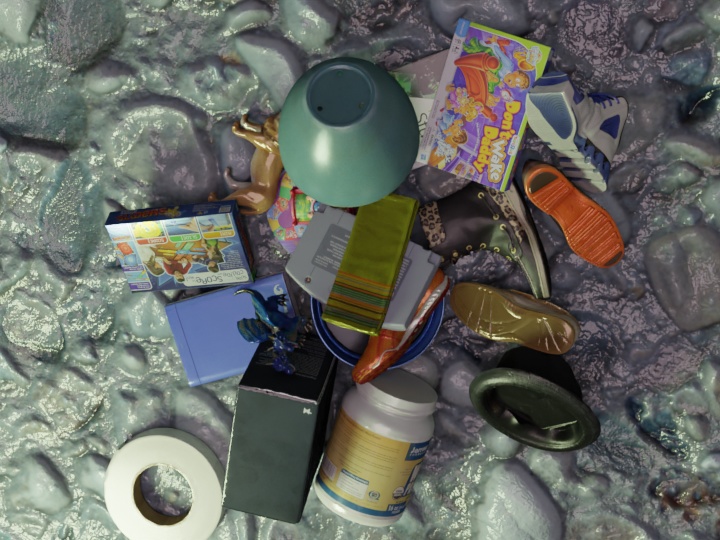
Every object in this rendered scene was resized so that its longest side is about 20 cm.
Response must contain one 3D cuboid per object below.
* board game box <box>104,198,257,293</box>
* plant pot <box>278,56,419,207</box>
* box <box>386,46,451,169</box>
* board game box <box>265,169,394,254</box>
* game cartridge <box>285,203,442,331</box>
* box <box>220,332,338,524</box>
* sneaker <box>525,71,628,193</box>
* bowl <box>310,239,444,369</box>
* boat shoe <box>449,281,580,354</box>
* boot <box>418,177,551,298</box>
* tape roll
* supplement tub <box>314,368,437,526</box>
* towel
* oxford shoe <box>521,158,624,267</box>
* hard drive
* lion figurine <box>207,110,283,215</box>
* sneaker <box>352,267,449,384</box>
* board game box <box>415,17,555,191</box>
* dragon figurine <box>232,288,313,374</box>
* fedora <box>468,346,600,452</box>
[{"bbox_3d":[-0.265,-0.033,1.692,0.197,0.035,0.137,-4,129,10],"label":"board game box"},{"bbox_3d":[-0.020,-0.204,1.518,0.197,0.135,0.203,-1,72,4],"label":"plant pot"},{"bbox_3d":[0.115,-0.234,1.614,0.197,0.036,0.146,-19,98,12],"label":"box"},{"bbox_3d":[-0.051,-0.100,1.668,0.158,0.039,0.200,42,105,-1],"label":"board game box"},{"bbox_3d":[0.000,0.000,1.597,0.198,0.041,0.134,25,76,19],"label":"game cartridge"},{"bbox_3d":[-0.113,0.221,1.652,0.122,0.197,0.203,11,112,2],"label":"box"},{"bbox_3d":[0.300,-0.211,1.543,0.080,0.116,0.200,11,151,42],"label":"sneaker"},{"bbox_3d":[0.024,0.043,1.661,0.197,0.039,0.204,0,91,-5],"label":"bowl"},{"bbox_3d":[0.225,0.066,1.644,0.198,0.069,0.075,23,110,26],"label":"boat shoe"},{"bbox_3d":[0.180,-0.036,1.626,0.149,0.073,0.203,-22,94,12],"label":"boot"},{"bbox_3d":[-0.310,0.351,1.812,0.199,0.037,0.206,2,103,9],"label":"tape roll"},{"bbox_3d":[0.025,0.257,1.679,0.143,0.145,0.203,20,105,5],"label":"supplement tub"},{"bbox_3d":[0.015,-0.014,1.571,0.085,0.018,0.203,14,76,15],"label":"towel"},{"bbox_3d":[0.301,-0.086,1.602,0.071,0.073,0.200,-38,113,14],"label":"oxford shoe"},{"bbox_3d":[-0.188,0.090,1.741,0.197,0.025,0.134,-15,99,13],"label":"hard drive"},{"bbox_3d":[-0.139,-0.151,1.662,0.121,0.073,0.202,23,111,5],"label":"lion figurine"},{"bbox_3d":[0.046,0.074,1.617,0.077,0.073,0.201,35,79,11],"label":"sneaker"},{"bbox_3d":[0.170,-0.226,1.556,0.133,0.045,0.203,20,103,14],"label":"board game box"},{"bbox_3d":[-0.137,0.070,1.628,0.200,0.099,0.059,42,115,31],"label":"dragon figurine"},{"bbox_3d":[0.257,0.174,1.633,0.198,0.092,0.202,16,146,11],"label":"fedora"}]
